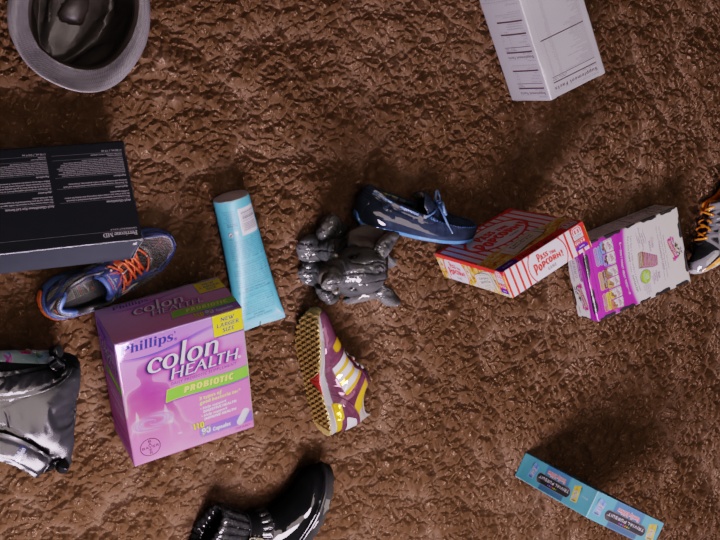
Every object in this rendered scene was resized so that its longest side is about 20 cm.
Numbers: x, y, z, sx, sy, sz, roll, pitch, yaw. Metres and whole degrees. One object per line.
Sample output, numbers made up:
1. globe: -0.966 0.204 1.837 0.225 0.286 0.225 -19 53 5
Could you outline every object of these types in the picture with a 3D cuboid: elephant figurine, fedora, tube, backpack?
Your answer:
1. elephant figurine: 0.000 0.000 1.576 0.155 0.200 0.142 -43 113 -13
2. fedora: -0.360 -0.322 1.413 0.177 0.090 0.200 16 85 -28
3. tube: -0.161 -0.012 1.587 0.077 0.050 0.200 -18 111 -18
4. backpack: -0.468 0.175 1.427 0.200 0.127 0.167 5 85 -25

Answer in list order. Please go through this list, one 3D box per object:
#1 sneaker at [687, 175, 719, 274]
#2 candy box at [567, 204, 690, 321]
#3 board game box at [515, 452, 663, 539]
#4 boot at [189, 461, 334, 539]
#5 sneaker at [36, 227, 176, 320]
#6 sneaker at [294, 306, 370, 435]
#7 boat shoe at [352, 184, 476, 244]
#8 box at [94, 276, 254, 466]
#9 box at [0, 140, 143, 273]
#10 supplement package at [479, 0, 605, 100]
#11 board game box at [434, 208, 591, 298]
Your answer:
1. sneaker: 0.615 -0.083 1.933 0.077 0.078 0.200 35 79 -12
2. candy box: 0.444 -0.015 1.863 0.200 0.061 0.137 -20 106 -21
3. board game box: 0.367 0.370 1.813 0.151 0.200 0.047 28 86 -26
4. boot: -0.143 0.357 1.636 0.158 0.079 0.211 29 86 -26
5. sneaker: -0.329 0.011 1.490 0.200 0.078 0.075 -34 112 -16
6. sneaker: -0.036 0.141 1.661 0.090 0.075 0.200 -18 112 -30
7. boat shoe: 0.091 -0.085 1.670 0.200 0.084 0.069 7 107 -29
8. box: -0.248 0.135 1.510 0.176 0.097 0.200 -16 122 -23
9. box: -0.391 -0.079 1.418 0.200 0.079 0.141 -7 71 -24
10. supplement package: 0.270 -0.369 1.693 0.114 0.109 0.200 -27 109 -19
11. board game box: 0.225 -0.029 1.679 0.151 0.200 0.046 -31 110 -18
